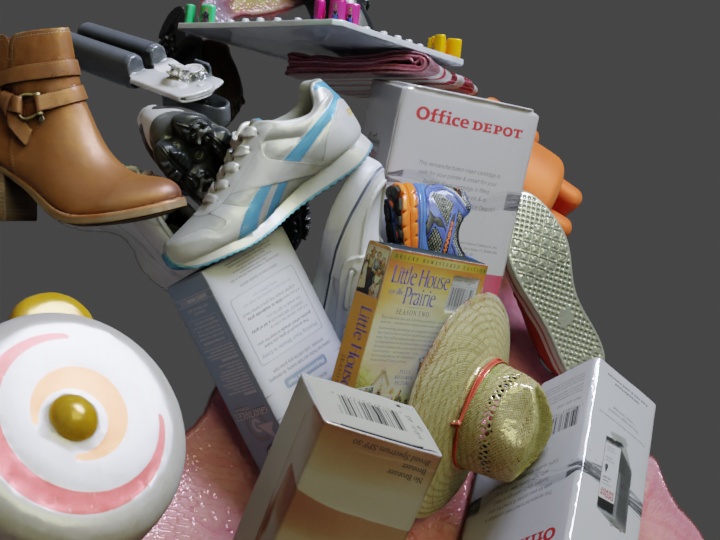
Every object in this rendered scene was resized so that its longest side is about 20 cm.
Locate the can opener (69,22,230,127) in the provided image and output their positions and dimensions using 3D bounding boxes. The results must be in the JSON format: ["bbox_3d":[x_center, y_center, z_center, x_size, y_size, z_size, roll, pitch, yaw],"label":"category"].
[{"bbox_3d":[-0.200,-0.175,1.207,0.199,0.067,0.052,27,40,34],"label":"can opener"}]

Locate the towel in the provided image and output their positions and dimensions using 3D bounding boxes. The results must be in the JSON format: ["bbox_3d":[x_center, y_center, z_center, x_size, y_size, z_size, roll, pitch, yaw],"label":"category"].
[{"bbox_3d":[0.026,-0.190,1.309,0.200,0.142,0.023,-2,94,-71],"label":"towel"}]

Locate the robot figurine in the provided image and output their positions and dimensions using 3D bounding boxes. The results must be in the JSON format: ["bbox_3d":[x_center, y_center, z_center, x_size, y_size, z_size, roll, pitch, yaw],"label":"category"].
[{"bbox_3d":[0.127,-0.095,1.366,0.198,0.145,0.117,31,9,-10],"label":"robot figurine"}]

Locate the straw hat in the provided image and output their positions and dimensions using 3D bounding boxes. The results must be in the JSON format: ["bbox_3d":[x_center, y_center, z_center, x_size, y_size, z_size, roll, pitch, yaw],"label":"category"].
[{"bbox_3d":[0.116,0.128,1.134,0.084,0.204,0.201,19,38,29],"label":"straw hat"}]

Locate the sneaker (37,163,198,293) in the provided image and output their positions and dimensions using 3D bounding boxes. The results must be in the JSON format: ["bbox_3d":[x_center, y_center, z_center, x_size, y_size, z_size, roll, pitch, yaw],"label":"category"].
[{"bbox_3d":[-0.199,-0.063,1.155,0.198,0.087,0.075,31,55,-8],"label":"sneaker"}]

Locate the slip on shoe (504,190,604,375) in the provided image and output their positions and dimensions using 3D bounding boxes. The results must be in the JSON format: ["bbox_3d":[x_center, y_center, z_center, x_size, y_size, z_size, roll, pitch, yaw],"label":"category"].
[{"bbox_3d":[0.178,0.019,1.319,0.073,0.061,0.202,-28,101,-19],"label":"slip on shoe"}]

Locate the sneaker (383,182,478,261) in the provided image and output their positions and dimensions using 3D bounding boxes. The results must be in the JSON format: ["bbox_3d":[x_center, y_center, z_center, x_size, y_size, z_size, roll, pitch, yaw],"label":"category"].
[{"bbox_3d":[0.072,0.018,1.181,0.077,0.203,0.075,-10,21,-10],"label":"sneaker"}]

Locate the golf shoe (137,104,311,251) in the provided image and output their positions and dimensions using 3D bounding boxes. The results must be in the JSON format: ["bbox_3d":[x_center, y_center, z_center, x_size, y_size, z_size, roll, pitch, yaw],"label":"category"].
[{"bbox_3d":[-0.118,-0.083,1.176,0.094,0.078,0.200,36,-9,46],"label":"golf shoe"}]

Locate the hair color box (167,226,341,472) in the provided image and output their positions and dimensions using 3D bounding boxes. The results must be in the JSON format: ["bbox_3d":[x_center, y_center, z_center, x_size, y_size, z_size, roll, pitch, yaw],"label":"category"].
[{"bbox_3d":[-0.068,0.078,1.120,0.099,0.060,0.202,-31,97,-42],"label":"hair color box"}]

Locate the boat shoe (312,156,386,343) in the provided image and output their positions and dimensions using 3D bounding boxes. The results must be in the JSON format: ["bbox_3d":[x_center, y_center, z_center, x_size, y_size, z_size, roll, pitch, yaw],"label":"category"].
[{"bbox_3d":[0.000,0.000,1.164,0.065,0.202,0.074,23,31,14],"label":"boat shoe"}]

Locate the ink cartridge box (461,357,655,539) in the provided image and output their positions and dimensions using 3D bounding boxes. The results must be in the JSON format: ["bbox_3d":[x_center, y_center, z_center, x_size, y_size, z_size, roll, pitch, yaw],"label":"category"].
[{"bbox_3d":[0.169,0.198,1.165,0.083,0.146,0.202,36,47,-20],"label":"ink cartridge box"}]

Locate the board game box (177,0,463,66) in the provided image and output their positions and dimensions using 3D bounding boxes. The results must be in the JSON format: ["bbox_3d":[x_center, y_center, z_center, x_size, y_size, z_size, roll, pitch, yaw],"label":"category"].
[{"bbox_3d":[-0.035,-0.220,1.252,0.199,0.198,0.026,5,92,-52],"label":"board game box"}]

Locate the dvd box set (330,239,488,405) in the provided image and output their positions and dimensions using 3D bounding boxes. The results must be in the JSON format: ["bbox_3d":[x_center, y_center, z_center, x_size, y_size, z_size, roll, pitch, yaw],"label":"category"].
[{"bbox_3d":[0.031,0.082,1.097,0.029,0.203,0.145,19,8,36],"label":"dvd box set"}]

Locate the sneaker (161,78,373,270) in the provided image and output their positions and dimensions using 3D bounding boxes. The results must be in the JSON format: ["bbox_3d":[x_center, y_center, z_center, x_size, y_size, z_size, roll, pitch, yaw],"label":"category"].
[{"bbox_3d":[-0.088,-0.075,1.096,0.199,0.076,0.081,-39,107,-15],"label":"sneaker"}]

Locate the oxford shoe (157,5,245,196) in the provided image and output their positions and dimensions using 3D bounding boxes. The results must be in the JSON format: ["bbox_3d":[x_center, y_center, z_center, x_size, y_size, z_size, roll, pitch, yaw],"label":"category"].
[{"bbox_3d":[-0.143,-0.155,1.269,0.084,0.072,0.203,20,55,-35],"label":"oxford shoe"}]

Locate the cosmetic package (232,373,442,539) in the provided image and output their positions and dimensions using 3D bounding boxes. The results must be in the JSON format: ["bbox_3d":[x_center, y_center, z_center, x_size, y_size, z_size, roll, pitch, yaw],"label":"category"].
[{"bbox_3d":[-0.029,0.194,1.001,0.102,0.202,0.087,16,15,-19],"label":"cosmetic package"}]

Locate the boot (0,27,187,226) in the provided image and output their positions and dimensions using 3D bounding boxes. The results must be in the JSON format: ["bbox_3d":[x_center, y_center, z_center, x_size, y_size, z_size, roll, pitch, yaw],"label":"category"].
[{"bbox_3d":[-0.231,-0.116,1.087,0.076,0.197,0.158,-7,100,-65],"label":"boot"}]

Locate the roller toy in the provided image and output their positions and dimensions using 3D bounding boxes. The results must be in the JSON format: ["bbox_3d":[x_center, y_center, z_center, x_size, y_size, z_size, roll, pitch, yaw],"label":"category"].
[{"bbox_3d":[-0.223,0.130,0.970,0.182,0.140,0.200,40,46,-2],"label":"roller toy"}]

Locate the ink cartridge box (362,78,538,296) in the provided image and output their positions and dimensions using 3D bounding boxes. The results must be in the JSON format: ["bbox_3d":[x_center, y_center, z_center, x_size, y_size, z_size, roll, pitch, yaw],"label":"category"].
[{"bbox_3d":[0.069,-0.066,1.250,0.144,0.083,0.203,8,100,-24],"label":"ink cartridge box"}]

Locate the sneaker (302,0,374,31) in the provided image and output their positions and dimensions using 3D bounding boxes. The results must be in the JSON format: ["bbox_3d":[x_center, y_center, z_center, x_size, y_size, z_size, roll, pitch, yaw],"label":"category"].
[{"bbox_3d":[-0.010,-0.308,1.454,0.113,0.077,0.201,-15,63,-31],"label":"sneaker"}]
